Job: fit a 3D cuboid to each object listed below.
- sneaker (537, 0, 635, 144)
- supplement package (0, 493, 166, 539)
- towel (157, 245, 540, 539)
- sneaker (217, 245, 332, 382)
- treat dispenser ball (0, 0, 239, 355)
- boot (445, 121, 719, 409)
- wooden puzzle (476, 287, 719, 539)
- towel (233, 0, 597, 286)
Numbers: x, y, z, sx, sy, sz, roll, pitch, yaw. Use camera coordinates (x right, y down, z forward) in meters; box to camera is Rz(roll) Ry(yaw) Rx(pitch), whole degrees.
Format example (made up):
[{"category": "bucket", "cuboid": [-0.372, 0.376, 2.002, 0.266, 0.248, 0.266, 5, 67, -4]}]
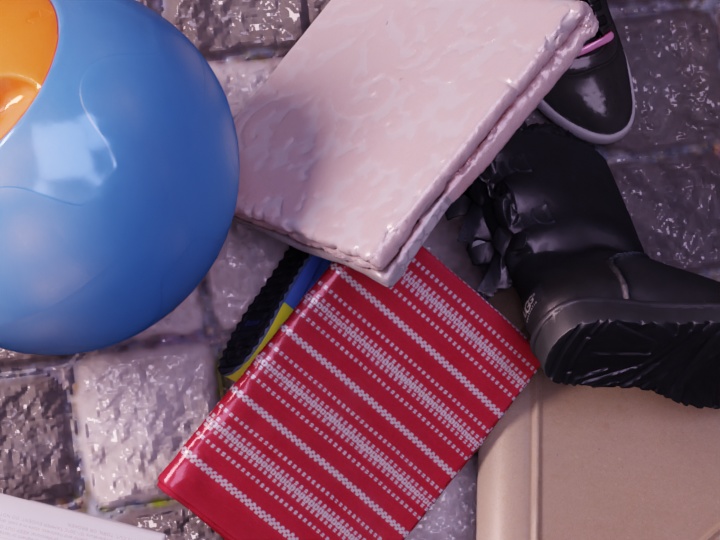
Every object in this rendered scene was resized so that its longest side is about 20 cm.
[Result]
[{"category": "sneaker", "cuboid": [0.115, -0.172, 1.600, 0.070, 0.099, 0.201, -23, 88, -16]}, {"category": "supplement package", "cuboid": [-0.189, 0.227, 1.465, 0.119, 0.121, 0.201, 14, 78, -9]}, {"category": "towel", "cuboid": [-0.005, 0.084, 1.534, 0.145, 0.022, 0.200, 41, 87, -25]}, {"category": "sneaker", "cuboid": [0.000, 0.000, 1.572, 0.078, 0.066, 0.201, 35, 78, -16]}, {"category": "treat dispenser ball", "cuboid": [-0.165, -0.055, 1.473, 0.200, 0.201, 0.202, 2, 81, -11]}, {"category": "boot", "cuboid": [0.151, -0.005, 1.573, 0.197, 0.073, 0.163, 6, 42, -30]}, {"category": "wooden puzzle", "cuboid": [0.166, 0.108, 1.585, 0.199, 0.037, 0.186, 5, 65, -6]}, {"category": "towel", "cuboid": [0.015, -0.090, 1.522, 0.191, 0.200, 0.032, -51, 126, -12]}]
